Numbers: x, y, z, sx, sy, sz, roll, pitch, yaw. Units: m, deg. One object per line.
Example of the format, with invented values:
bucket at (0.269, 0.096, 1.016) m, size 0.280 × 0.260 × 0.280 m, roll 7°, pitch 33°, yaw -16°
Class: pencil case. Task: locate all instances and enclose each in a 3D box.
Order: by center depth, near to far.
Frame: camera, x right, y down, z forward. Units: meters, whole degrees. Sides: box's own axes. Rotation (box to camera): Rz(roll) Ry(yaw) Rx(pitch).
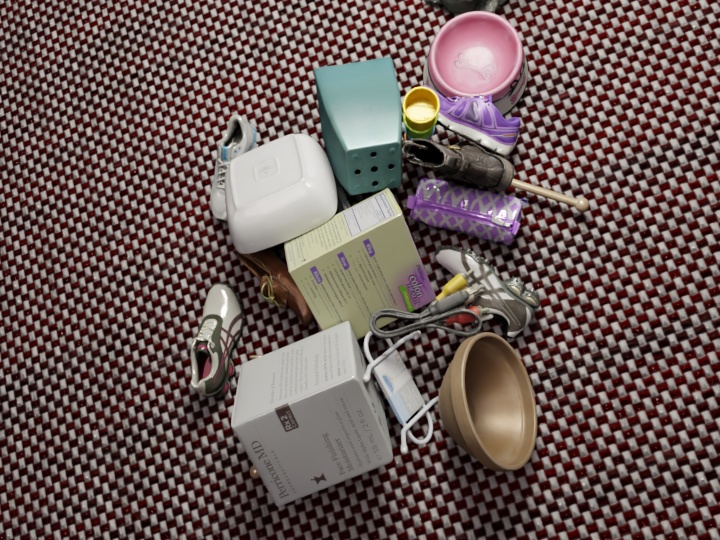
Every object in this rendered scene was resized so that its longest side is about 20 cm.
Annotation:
pencil case at (0.181, -0.100, 1.058) m, size 0.194 × 0.086 × 0.086 m, roll 14°, pitch 117°, yaw 15°

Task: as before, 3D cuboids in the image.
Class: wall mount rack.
wall mount rack at (0.064, 0.188, 0.966) m, size 0.074 × 0.172 × 0.204 m, roll -29°, pitch 91°, yaw 44°

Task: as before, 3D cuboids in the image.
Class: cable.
cable at (0.113, 0.077, 0.984) m, size 0.195 × 0.050 × 0.100 m, roll -23°, pitch 80°, yaw 3°

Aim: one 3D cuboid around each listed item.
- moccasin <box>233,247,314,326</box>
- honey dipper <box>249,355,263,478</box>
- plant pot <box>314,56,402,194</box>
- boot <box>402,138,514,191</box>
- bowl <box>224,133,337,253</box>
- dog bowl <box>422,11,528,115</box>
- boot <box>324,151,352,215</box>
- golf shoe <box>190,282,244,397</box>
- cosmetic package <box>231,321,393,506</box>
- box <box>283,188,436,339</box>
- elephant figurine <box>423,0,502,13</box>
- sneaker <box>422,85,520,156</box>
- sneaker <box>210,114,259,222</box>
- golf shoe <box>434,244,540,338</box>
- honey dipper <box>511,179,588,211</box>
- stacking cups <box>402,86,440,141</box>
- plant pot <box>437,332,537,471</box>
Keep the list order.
moccasin at (-0.152, 0.020, 1.087) m, size 0.077 × 0.074 × 0.202 m, roll -34°, pitch 74°, yaw -23°
honey dipper at (-0.178, 0.252, 1.071) m, size 0.037 × 0.038 × 0.207 m, roll -1°, pitch 81°, yaw 9°
plant pot at (0.006, -0.231, 1.039) m, size 0.137 × 0.144 × 0.204 m, roll -9°, pitch 48°, yaw -3°
boot at (0.137, -0.184, 1.002) m, size 0.199 × 0.170 × 0.071 m, roll 29°, pitch 108°, yaw 56°
bowl at (-0.143, -0.143, 1.037) m, size 0.195 × 0.075 × 0.203 m, roll -20°, pitch 49°, yaw 5°
dog bowl at (0.208, -0.374, 1.122) m, size 0.193 × 0.074 × 0.207 m, roll -2°, pitch 78°, yaw 9°
boot at (-0.101, -0.106, 1.097) m, size 0.165 × 0.077 × 0.203 m, roll -26°, pitch 55°, yaw 1°
golf shoe at (-0.254, 0.117, 1.085) m, size 0.075 × 0.088 × 0.207 m, roll -1°, pitch 76°, yaw 11°
cosmetic package at (-0.073, 0.217, 0.959) m, size 0.195 × 0.166 × 0.168 m, roll -23°, pitch 113°, yaw 4°
box at (0.000, 0.000, 1.012) m, size 0.196 × 0.178 × 0.097 m, roll -26°, pitch 33°, yaw 3°
elephant figurine at (0.205, -0.556, 1.096) m, size 0.141 × 0.200 × 0.156 m, roll 42°, pitch 87°, yaw 15°
sneaker at (0.185, -0.272, 1.064) m, size 0.195 × 0.081 × 0.085 m, roll 22°, pitch 104°, yaw -12°
sneaker at (-0.247, -0.194, 1.153) m, size 0.073 × 0.087 × 0.207 m, roll 7°, pitch 80°, yaw 9°
golf shoe at (0.197, 0.033, 1.031) m, size 0.197 × 0.078 × 0.096 m, roll 32°, pitch 85°, yaw 16°
honey dipper at (0.295, -0.140, 1.064) m, size 0.195 × 0.038 × 0.039 m, roll 22°, pitch 81°, yaw 15°
stacking cups at (0.096, -0.230, 1.041) m, size 0.058 × 0.200 × 0.063 m, roll 0°, pitch 76°, yaw 2°
plant pot at (0.185, 0.207, 0.963) m, size 0.091 × 0.197 × 0.207 m, roll -22°, pitch 71°, yaw 42°
